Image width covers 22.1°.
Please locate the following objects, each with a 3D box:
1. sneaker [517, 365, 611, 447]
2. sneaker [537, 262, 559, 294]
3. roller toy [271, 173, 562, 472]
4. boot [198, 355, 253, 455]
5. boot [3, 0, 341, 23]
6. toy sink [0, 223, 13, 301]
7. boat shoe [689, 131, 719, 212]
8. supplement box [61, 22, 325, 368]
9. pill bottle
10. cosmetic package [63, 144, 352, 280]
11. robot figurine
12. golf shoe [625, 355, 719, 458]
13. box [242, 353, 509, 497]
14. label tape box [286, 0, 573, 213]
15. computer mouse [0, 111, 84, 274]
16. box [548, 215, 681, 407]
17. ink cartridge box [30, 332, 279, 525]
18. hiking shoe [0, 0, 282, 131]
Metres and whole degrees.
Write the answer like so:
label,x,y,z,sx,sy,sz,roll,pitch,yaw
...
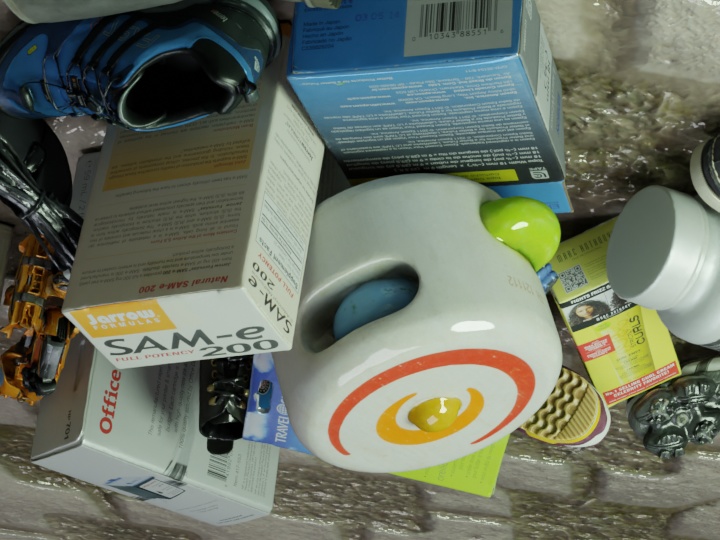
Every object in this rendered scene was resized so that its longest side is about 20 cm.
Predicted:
label,x,y,z,sx,sy,sz,roll,pitch,yaw
sneaker,0.107,0.087,1.473,0.199,0.075,0.090,31,177,24
sneaker,0.075,-0.004,1.364,0.085,0.077,0.200,50,160,-8
roller toy,0.032,0.043,1.188,0.181,0.140,0.200,-3,145,-20
boot,-0.092,0.044,1.403,0.077,0.139,0.200,4,153,1
boot,-0.118,-0.196,1.018,0.199,0.073,0.182,6,153,13
toy sink,-0.351,0.059,1.409,0.130,0.201,0.112,14,153,-16
boat shoe,0.317,-0.045,1.231,0.199,0.073,0.063,21,153,-20
supplement box,-0.097,-0.046,1.145,0.125,0.201,0.074,-7,145,24
pill bottle,0.275,0.007,1.294,0.199,0.111,0.111,16,152,-25
cosmetic package,-0.102,-0.039,1.280,0.199,0.102,0.074,-10,152,25
robot figurine,-0.246,0.034,1.415,0.058,0.146,0.200,13,160,-12
golf shoe,0.313,0.092,1.525,0.199,0.078,0.095,-10,-165,-6
box,0.016,0.098,1.391,0.199,0.048,0.122,13,135,2
label tape box,0.051,-0.104,1.164,0.143,0.064,0.200,-3,155,15
computer mouse,-0.218,-0.070,1.206,0.139,0.053,0.200,49,177,-27
box,0.193,0.035,1.415,0.075,0.050,0.200,-24,149,4
ink cartridge box,-0.165,0.115,1.551,0.199,0.147,0.086,24,150,-34
hiking shoe,-0.148,-0.122,1.114,0.199,0.087,0.075,-10,125,22
